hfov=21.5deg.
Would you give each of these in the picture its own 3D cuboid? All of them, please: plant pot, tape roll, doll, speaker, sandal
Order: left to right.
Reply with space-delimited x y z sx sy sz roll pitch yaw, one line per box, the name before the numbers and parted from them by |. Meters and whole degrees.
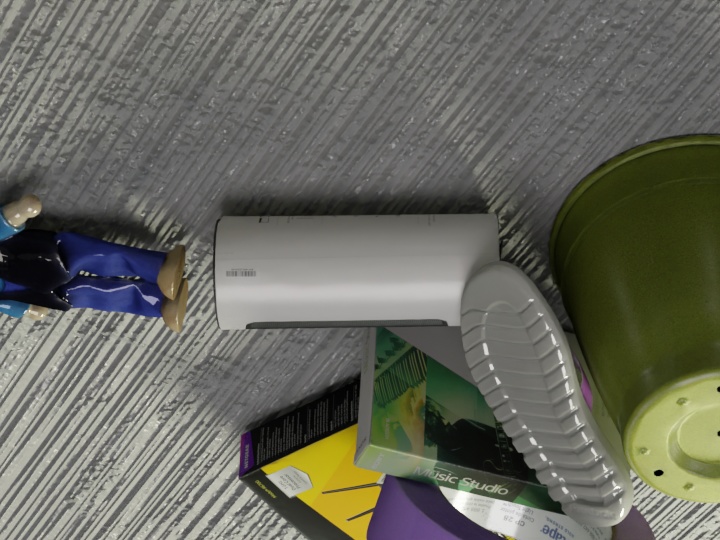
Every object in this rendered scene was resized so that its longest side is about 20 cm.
doll | -0.225 -0.003 1.342 0.200 0.048 0.137 6 142 4
speaker | 0.000 0.000 1.323 0.200 0.081 0.081 -1 133 1
tape roll | 0.108 0.192 1.359 0.200 0.200 0.066 14 110 -12
sandal | 0.128 0.082 1.293 0.082 0.050 0.203 -13 107 40
plant pot | 0.234 0.047 1.286 0.200 0.193 0.200 0 133 0

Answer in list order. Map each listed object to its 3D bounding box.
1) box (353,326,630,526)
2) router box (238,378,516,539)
box | 0.097 0.096 1.365 0.200 0.144 0.036 13 139 -12
router box | 0.021 0.172 1.499 0.149 0.051 0.200 -26 129 23
